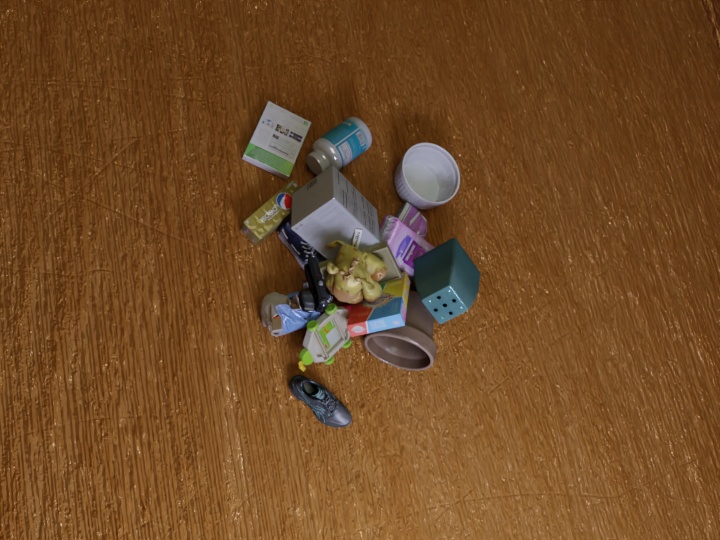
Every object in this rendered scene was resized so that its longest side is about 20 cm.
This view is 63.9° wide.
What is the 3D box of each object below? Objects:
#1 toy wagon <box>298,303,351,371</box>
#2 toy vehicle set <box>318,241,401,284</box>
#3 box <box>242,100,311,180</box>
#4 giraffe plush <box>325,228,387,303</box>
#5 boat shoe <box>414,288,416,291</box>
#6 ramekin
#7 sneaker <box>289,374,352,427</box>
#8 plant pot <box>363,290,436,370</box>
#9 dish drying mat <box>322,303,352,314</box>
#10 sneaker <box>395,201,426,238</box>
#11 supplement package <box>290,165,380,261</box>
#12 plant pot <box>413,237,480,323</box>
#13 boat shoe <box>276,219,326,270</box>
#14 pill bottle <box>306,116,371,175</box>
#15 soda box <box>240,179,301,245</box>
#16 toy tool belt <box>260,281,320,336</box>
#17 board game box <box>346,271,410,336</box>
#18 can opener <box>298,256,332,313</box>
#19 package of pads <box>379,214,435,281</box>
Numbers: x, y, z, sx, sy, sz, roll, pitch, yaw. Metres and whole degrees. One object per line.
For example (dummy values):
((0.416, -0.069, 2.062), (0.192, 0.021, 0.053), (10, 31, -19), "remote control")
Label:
((-0.101, 0.185, 1.547), (0.200, 0.039, 0.156), (-42, 136, -23), "toy wagon")
((0.000, 0.000, 1.588), (0.199, 0.125, 0.027), (-17, 41, 12), "toy vehicle set")
((-0.245, -0.382, 1.699), (0.144, 0.036, 0.201), (24, 67, -13), "box")
((-0.020, 0.015, 1.469), (0.171, 0.162, 0.201), (-2, 113, 7), "giraffe plush")
((0.202, 0.063, 1.732), (0.074, 0.062, 0.201), (18, 84, -1), "boat shoe")
((0.199, -0.286, 1.804), (0.199, 0.105, 0.201), (6, 74, -20), "ramekin")
((-0.102, 0.350, 1.526), (0.200, 0.079, 0.076), (37, 66, -9), "sneaker")
((0.128, 0.157, 1.614), (0.200, 0.200, 0.175), (28, 58, -11), "plant pot")
((-0.009, 0.125, 1.656), (0.199, 0.018, 0.077), (-15, 82, -24), "dish drying mat")
((0.138, -0.104, 1.750), (0.114, 0.073, 0.201), (38, 65, -11), "sneaker")
((-0.067, -0.142, 1.572), (0.200, 0.151, 0.151), (41, 29, -35), "supplement package")
((0.232, 0.039, 1.567), (0.142, 0.141, 0.200), (51, 26, -18), "plant pot")
((-0.150, -0.062, 1.613), (0.200, 0.093, 0.075), (45, 65, -4), "boat shoe")
((-0.067, -0.364, 1.720), (0.200, 0.111, 0.111), (-40, 92, -26), "pill bottle")
((-0.241, -0.163, 1.622), (0.068, 0.064, 0.200), (46, 65, -4), "soda box")
((-0.160, 0.110, 1.538), (0.199, 0.123, 0.126), (-18, 117, -23), "toy tool belt")
((0.052, 0.089, 1.574), (0.200, 0.152, 0.040), (-76, 147, -56), "board game box")
((-0.119, 0.033, 1.501), (0.078, 0.063, 0.201), (20, 36, -26), "can opener")
((0.119, -0.062, 1.668), (0.200, 0.076, 0.121), (33, 87, -41), "package of pads")
